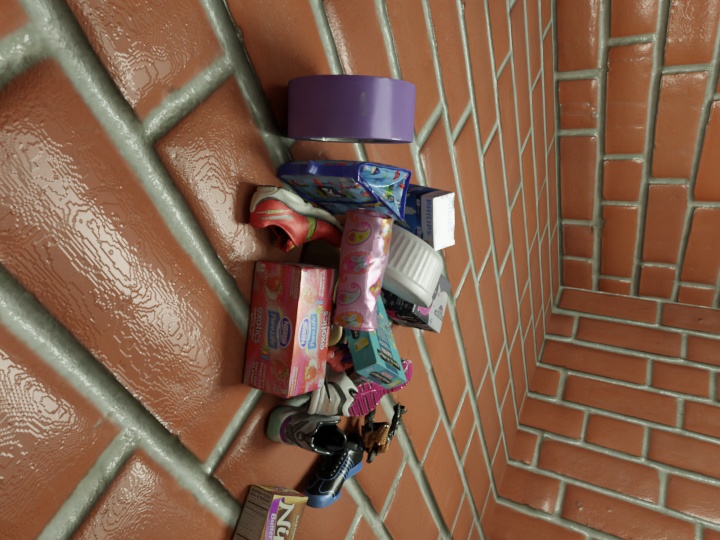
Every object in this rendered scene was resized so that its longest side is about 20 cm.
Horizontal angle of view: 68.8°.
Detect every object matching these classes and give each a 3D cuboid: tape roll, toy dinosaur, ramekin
[{"bbox_3d":[-0.014,-0.245,0.818,0.199,0.198,0.086,-16,110,-58],"label":"tape roll"},{"bbox_3d":[0.045,0.352,1.146,0.102,0.200,0.137,27,65,-19],"label":"toy dinosaur"},{"bbox_3d":[0.066,-0.018,1.002,0.095,0.201,0.202,-59,147,-5],"label":"ramekin"}]

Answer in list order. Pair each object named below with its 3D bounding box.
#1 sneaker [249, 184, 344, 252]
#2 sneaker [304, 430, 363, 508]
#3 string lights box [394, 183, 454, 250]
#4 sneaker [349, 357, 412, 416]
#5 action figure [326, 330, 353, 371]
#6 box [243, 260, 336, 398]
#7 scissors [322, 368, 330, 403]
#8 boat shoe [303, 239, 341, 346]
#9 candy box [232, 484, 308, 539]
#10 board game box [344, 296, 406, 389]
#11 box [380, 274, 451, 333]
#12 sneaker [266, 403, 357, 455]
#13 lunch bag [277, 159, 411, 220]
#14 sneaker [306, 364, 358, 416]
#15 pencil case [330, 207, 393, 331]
[{"bbox_3d":[-0.102,-0.067,0.846,0.199,0.077,0.086,24,84,-46],"label":"sneaker"},{"bbox_3d":[-0.053,0.394,1.060,0.200,0.069,0.079,-21,113,-65],"label":"sneaker"},{"bbox_3d":[0.098,-0.115,1.043,0.059,0.199,0.104,-18,114,-31],"label":"string lights box"},{"bbox_3d":[0.014,0.237,1.121,0.199,0.088,0.082,-21,120,-32],"label":"sneaker"},{"bbox_3d":[-0.030,0.156,1.005,0.052,0.065,0.200,-50,163,11],"label":"action figure"},{"bbox_3d":[-0.112,0.089,0.840,0.099,0.095,0.202,2,96,-59],"label":"box"},{"bbox_3d":[-0.079,0.122,0.891,0.014,0.073,0.202,2,81,-51],"label":"scissors"},{"bbox_3d":[-0.064,0.032,0.949,0.069,0.070,0.203,-7,97,-86],"label":"boat shoe"},{"bbox_3d":[-0.167,0.473,0.886,0.117,0.056,0.202,44,61,-55],"label":"candy box"},{"bbox_3d":[0.016,0.114,1.018,0.151,0.047,0.202,43,27,-55],"label":"board game box"},{"bbox_3d":[0.122,0.056,1.222,0.200,0.114,0.133,38,65,-57],"label":"box"},{"bbox_3d":[-0.058,0.288,0.940,0.199,0.139,0.079,9,91,-60],"label":"sneaker"},{"bbox_3d":[-0.027,-0.150,0.870,0.199,0.149,0.095,12,87,-60],"label":"lunch bag"},{"bbox_3d":[-0.044,0.220,0.959,0.200,0.079,0.075,-59,162,-81],"label":"sneaker"},{"bbox_3d":[0.000,0.000,0.868,0.087,0.087,0.202,-9,111,-59],"label":"pencil case"}]
